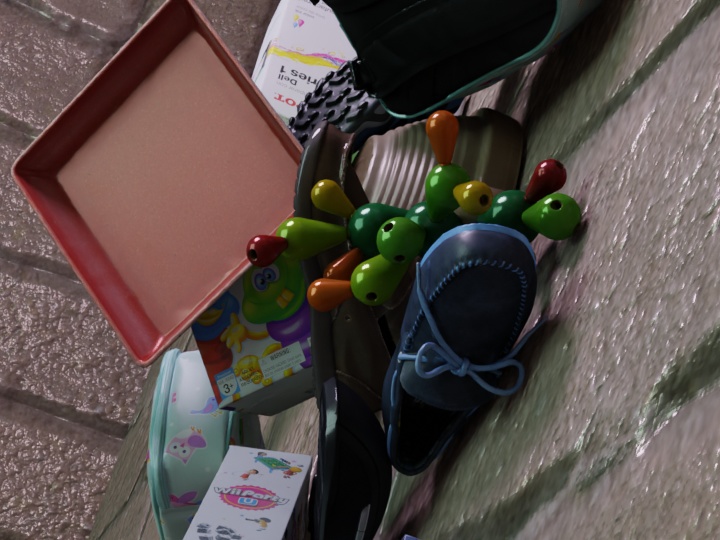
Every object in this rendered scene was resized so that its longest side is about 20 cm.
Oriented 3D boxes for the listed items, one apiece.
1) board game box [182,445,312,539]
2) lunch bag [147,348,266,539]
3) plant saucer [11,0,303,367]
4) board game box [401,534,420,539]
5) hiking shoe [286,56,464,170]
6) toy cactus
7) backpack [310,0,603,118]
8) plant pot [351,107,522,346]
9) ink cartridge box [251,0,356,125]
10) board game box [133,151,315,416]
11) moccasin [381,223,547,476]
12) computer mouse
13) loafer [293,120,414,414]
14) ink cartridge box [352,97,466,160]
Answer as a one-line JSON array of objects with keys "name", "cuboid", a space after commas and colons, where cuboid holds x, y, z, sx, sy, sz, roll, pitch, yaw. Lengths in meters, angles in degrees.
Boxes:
[{"name": "board game box", "cuboid": [-0.077, 0.219, 1.141, 0.200, 0.064, 0.148, -66, -18, -74]}, {"name": "lunch bag", "cuboid": [-0.116, 0.167, 1.403, 0.161, 0.077, 0.201, -92, -4, -48]}, {"name": "plant saucer", "cuboid": [-0.137, -0.065, 1.294, 0.200, 0.200, 0.037, -43, -21, 18]}, {"name": "board game box", "cuboid": [-0.009, 0.257, 0.986, 0.136, 0.034, 0.200, -78, 14, -46]}, {"name": "hiking shoe", "cuboid": [0.032, -0.126, 1.298, 0.200, 0.087, 0.074, -43, 37, -3]}, {"name": "toy cactus", "cuboid": [0.045, -0.035, 1.063, 0.199, 0.103, 0.165, -17, -1, 28]}, {"name": "backpack", "cuboid": [0.074, -0.212, 1.161, 0.153, 0.176, 0.200, -32, 6, -34]}, {"name": "plant pot", "cuboid": [0.030, -0.030, 1.241, 0.201, 0.092, 0.202, -158, 90, -80]}, {"name": "ink cartridge box", "cuboid": [-0.032, -0.171, 1.715, 0.084, 0.144, 0.201, 123, 166, -46]}, {"name": "board game box", "cuboid": [-0.077, -0.004, 1.341, 0.104, 0.201, 0.103, -26, -16, 15]}, {"name": "moccasin", "cuboid": [0.058, 0.052, 1.005, 0.200, 0.080, 0.068, 102, 177, -54]}, {"name": "computer mouse", "cuboid": [-0.007, 0.144, 1.130, 0.141, 0.046, 0.201, -96, 9, -64]}, {"name": "loafer", "cuboid": [0.000, 0.000, 1.152, 0.073, 0.071, 0.201, -70, -26, -73]}, {"name": "ink cartridge box", "cuboid": [0.003, -0.067, 1.481, 0.200, 0.084, 0.146, 129, 161, -59]}]
